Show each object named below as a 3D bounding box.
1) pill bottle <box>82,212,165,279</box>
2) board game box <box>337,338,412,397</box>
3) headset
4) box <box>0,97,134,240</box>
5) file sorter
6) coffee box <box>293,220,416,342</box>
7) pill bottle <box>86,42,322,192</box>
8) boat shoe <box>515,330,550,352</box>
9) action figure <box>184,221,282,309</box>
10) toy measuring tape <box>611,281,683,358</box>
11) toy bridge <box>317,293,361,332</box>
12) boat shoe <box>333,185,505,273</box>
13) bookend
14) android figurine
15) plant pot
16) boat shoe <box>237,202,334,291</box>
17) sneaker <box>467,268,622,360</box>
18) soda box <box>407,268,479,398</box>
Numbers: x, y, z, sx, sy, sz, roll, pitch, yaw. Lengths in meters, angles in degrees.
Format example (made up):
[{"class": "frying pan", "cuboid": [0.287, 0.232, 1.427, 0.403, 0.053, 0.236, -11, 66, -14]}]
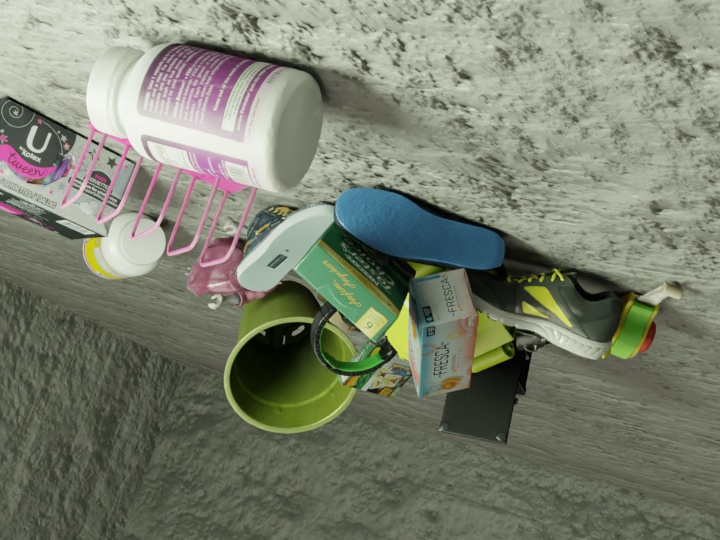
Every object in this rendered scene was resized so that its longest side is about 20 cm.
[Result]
[{"class": "pill bottle", "cuboid": [-0.383, -0.040, 1.845, 0.104, 0.104, 0.200, 25, 166, -24]}, {"class": "board game box", "cuboid": [0.064, 0.100, 1.604, 0.105, 0.200, 0.023, 20, -150, -37]}, {"class": "headset", "cuboid": [0.025, 0.063, 1.491, 0.123, 0.200, 0.094, 38, -170, -30]}, {"class": "box", "cuboid": [-0.427, -0.132, 1.501, 0.200, 0.115, 0.132, 26, 164, -33]}, {"class": "file sorter", "cuboid": [-0.238, -0.097, 1.342, 0.200, 0.126, 0.139, 24, 166, -21]}, {"class": "coffee box", "cuboid": [0.000, 0.000, 1.274, 0.123, 0.044, 0.200, 43, -163, -2]}, {"class": "pill bottle", "cuboid": [-0.144, -0.146, 1.030, 0.200, 0.113, 0.112, 16, 167, 18]}, {"class": "boat shoe", "cuboid": [0.220, 0.070, 1.455, 0.200, 0.071, 0.072, 22, -168, 18]}, {"class": "action figure", "cuboid": [-0.170, 0.012, 1.682, 0.149, 0.134, 0.200, 29, 167, -39]}, {"class": "toy measuring tape", "cuboid": [0.322, 0.063, 1.314, 0.073, 0.074, 0.200, 20, 168, -3]}, {"class": "toy bridge", "cuboid": [-0.022, 0.063, 1.649, 0.067, 0.027, 0.200, 32, -176, -11]}, {"class": "boat shoe", "cuboid": [0.061, -0.033, 1.272, 0.200, 0.084, 0.069, 23, 170, -7]}, {"class": "bookend", "cuboid": [0.190, 0.153, 1.570, 0.092, 0.200, 0.199, 9, 164, 18]}, {"class": "android figurine", "cuboid": [0.112, 0.057, 1.417, 0.200, 0.041, 0.182, -30, 109, 33]}, {"class": "plant pot", "cuboid": [-0.112, 0.111, 1.706, 0.200, 0.200, 0.190, 24, -159, -21]}, {"class": "boat shoe", "cuboid": [-0.093, -0.056, 1.451, 0.071, 0.091, 0.200, 26, 139, -31]}, {"class": "sneaker", "cuboid": [0.211, 0.028, 1.310, 0.200, 0.085, 0.074, 23, -163, 3]}, {"class": "soda box", "cuboid": [0.094, 0.077, 1.313, 0.068, 0.064, 0.200, -11, 150, -5]}]
